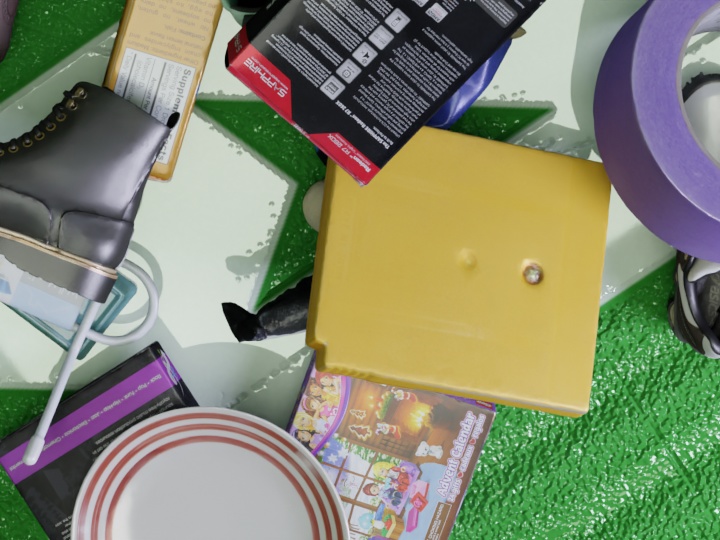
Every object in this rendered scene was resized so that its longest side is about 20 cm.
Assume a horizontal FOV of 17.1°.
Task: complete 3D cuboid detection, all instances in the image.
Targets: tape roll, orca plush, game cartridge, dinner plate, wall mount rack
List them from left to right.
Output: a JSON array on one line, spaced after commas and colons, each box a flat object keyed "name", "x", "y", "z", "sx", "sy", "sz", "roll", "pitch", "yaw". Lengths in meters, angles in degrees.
[{"name": "wall mount rack", "x": -0.245, "y": 0.025, "z": 1.654, "sx": 0.199, "sy": 0.075, "sz": 0.174, "roll": 24, "pitch": 100, "yaw": -7}, {"name": "dinner plate", "x": -0.104, "y": 0.191, "z": 1.680, "sx": 0.199, "sy": 0.024, "sz": 0.201, "roll": 1, "pitch": 99, "yaw": 6}, {"name": "orca plush", "x": 0.000, "y": 0.000, "z": 1.667, "sx": 0.199, "sy": 0.105, "sz": 0.071, "roll": -11, "pitch": 86, "yaw": -7}, {"name": "game cartridge", "x": 0.067, "y": -0.004, "z": 1.614, "sx": 0.199, "sy": 0.032, "sz": 0.177, "roll": 11, "pitch": 77, "yaw": -14}, {"name": "tape roll", "x": 0.262, "y": -0.109, "z": 1.606, "sx": 0.199, "sy": 0.085, "sz": 0.201, "roll": 3, "pitch": 77, "yaw": -12}]

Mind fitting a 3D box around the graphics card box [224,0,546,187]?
[{"name": "graphics card box", "x": 0.024, "y": -0.167, "z": 1.529, "sx": 0.125, "sy": 0.051, "sz": 0.200, "roll": 40, "pitch": 105, "yaw": -18}]

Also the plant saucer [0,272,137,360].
[{"name": "plant saucer", "x": -0.256, "y": -0.019, "z": 1.691, "sx": 0.200, "sy": 0.019, "sz": 0.070, "roll": 38, "pitch": 100, "yaw": -9}]

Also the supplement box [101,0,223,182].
[{"name": "supplement box", "x": -0.131, "y": -0.165, "z": 1.632, "sx": 0.068, "sy": 0.067, "sz": 0.201, "roll": 18, "pitch": 104, "yaw": -8}]

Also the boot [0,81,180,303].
[{"name": "boot", "x": -0.230, "y": -0.081, "z": 1.578, "sx": 0.199, "sy": 0.077, "sz": 0.139, "roll": 26, "pitch": 88, "yaw": -20}]

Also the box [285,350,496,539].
[{"name": "box", "x": 0.001, "y": 0.165, "z": 1.735, "sx": 0.136, "sy": 0.039, "sz": 0.201, "roll": 18, "pitch": 104, "yaw": -5}]

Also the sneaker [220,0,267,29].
[{"name": "sneaker", "x": 0.006, "y": -0.178, "z": 1.575, "sx": 0.199, "sy": 0.118, "sz": 0.074, "roll": -10, "pitch": 67, "yaw": 23}]

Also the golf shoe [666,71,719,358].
[{"name": "golf shoe", "x": 0.254, "y": -0.035, "z": 1.664, "sx": 0.077, "sy": 0.095, "sz": 0.201, "roll": -3, "pitch": 103, "yaw": 0}]

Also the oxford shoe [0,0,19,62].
[{"name": "oxford shoe", "x": -0.224, "y": -0.228, "z": 1.612, "sx": 0.072, "sy": 0.071, "sz": 0.201, "roll": 10, "pitch": 104, "yaw": -9}]

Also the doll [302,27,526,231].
[{"name": "doll", "x": 0.030, "y": -0.104, "z": 1.660, "sx": 0.136, "sy": 0.048, "sz": 0.200, "roll": 39, "pitch": 101, "yaw": -4}]

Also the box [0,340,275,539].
[{"name": "box", "x": -0.151, "y": 0.171, "z": 1.713, "sx": 0.143, "sy": 0.036, "sz": 0.201, "roll": -31, "pitch": 92, "yaw": 12}]
